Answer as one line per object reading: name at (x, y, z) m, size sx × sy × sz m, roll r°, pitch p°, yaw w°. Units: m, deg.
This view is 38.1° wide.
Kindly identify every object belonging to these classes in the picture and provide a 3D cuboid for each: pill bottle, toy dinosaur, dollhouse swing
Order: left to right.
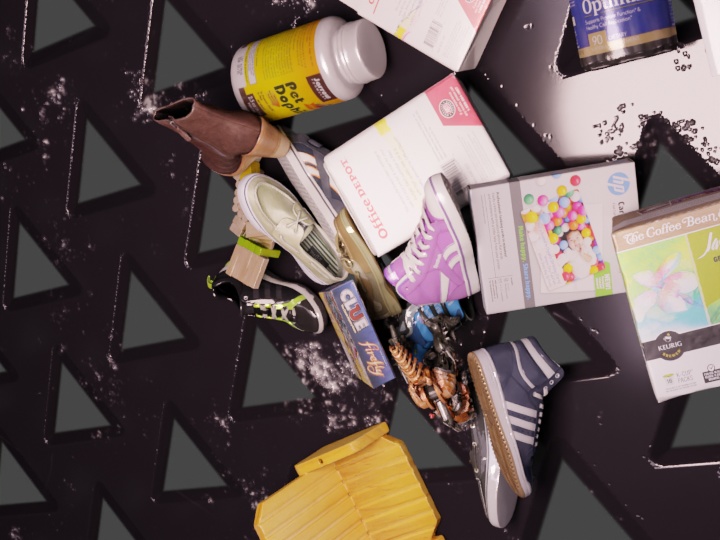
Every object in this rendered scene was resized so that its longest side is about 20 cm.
pill bottle at (-0.068, -0.269, 1.382) m, size 0.197 × 0.109 × 0.111 m, roll -10°, pitch 98°, yaw 32°
dollhouse swing at (-0.017, 0.359, 1.486) m, size 0.180 × 0.175 × 0.202 m, roll -27°, pitch 88°, yaw 32°
toy dinosaur at (0.095, 0.129, 1.315) m, size 0.100 × 0.201 × 0.137 m, roll -14°, pitch 58°, yaw 1°
pill bottle at (0.283, -0.334, 1.162) m, size 0.110 × 0.111 × 0.203 m, roll -8°, pitch 99°, yaw 31°

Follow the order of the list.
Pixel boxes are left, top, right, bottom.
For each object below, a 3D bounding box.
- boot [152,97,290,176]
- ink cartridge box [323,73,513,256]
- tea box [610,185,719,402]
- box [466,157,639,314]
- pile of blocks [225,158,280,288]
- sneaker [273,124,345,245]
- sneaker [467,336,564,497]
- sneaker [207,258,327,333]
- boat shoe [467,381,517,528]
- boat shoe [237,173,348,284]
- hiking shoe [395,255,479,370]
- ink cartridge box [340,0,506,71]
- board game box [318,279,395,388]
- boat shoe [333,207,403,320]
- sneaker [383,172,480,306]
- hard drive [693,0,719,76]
boot at (-0.206, -0.188, 1.401) m, size 0.198 × 0.165 × 0.074 m, roll -1°, pitch 75°, yaw 51°
ink cartridge box at (0.073, -0.131, 1.320) m, size 0.198 × 0.083 × 0.147 m, roll -30°, pitch 89°, yaw 12°
tea box at (0.397, 0.014, 1.153) m, size 0.197 × 0.134 × 0.200 m, roll -17°, pitch 95°, yaw 17°
box at (0.237, -0.041, 1.256) m, size 0.196 × 0.041 × 0.159 m, roll -9°, pitch 104°, yaw 2°
pile of blocks at (-0.142, -0.075, 1.495) m, size 0.081 × 0.062 × 0.204 m, roll -1°, pitch 86°, yaw 33°
sneaker at (-0.052, -0.130, 1.435) m, size 0.079 × 0.079 × 0.201 m, roll -30°, pitch 69°, yaw -10°
sneaker at (0.216, 0.184, 1.340) m, size 0.107 × 0.070 × 0.203 m, roll -19°, pitch 98°, yaw -12°
sneaker at (-0.139, 0.052, 1.517) m, size 0.198 × 0.083 × 0.073 m, roll 26°, pitch 138°, yaw 27°
boat shoe at (0.177, 0.245, 1.412) m, size 0.056 × 0.068 × 0.204 m, roll 3°, pitch 99°, yaw 37°
boat shoe at (-0.086, -0.059, 1.434) m, size 0.200 × 0.072 × 0.062 m, roll 45°, pitch 157°, yaw -24°
hiking shoe at (0.105, 0.061, 1.391) m, size 0.086 × 0.074 × 0.203 m, roll 27°, pitch 115°, yaw 24°
ink cartridge box at (0.076, -0.349, 1.303) m, size 0.199 × 0.067 × 0.118 m, roll 34°, pitch 117°, yaw 16°
board game box at (-0.008, 0.082, 1.403) m, size 0.034 × 0.200 × 0.137 m, roll -24°, pitch 92°, yaw -6°
boat shoe at (0.000, -0.001, 1.382) m, size 0.062 × 0.202 × 0.074 m, roll -21°, pitch 50°, yaw 7°
sneaker at (0.078, -0.025, 1.263) m, size 0.112 × 0.073 × 0.202 m, roll -16°, pitch 135°, yaw 3°
hard drive at (0.425, -0.329, 1.132) m, size 0.130 × 0.025 × 0.203 m, roll -12°, pitch 97°, yaw 32°
